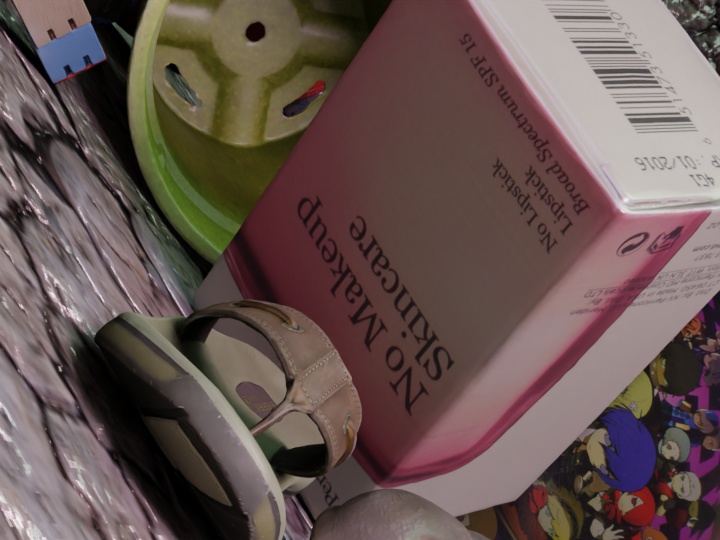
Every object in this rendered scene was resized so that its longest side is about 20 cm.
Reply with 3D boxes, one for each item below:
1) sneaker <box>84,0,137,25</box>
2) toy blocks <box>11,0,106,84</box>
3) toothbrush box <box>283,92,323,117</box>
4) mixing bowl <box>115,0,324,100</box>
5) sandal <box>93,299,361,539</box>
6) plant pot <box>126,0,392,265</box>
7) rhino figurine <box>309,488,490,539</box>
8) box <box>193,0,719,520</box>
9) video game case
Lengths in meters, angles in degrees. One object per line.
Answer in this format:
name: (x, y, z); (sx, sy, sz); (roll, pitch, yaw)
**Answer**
sneaker: (-0.128, -0.182, 0.894); (0.078, 0.075, 0.200); (44, 19, -35)
toy blocks: (-0.147, -0.171, 0.710); (0.200, 0.100, 0.137); (59, -7, 28)
toothbrush box: (0.000, 0.000, 1.060); (0.200, 0.085, 0.146); (56, 4, -20)
mixing bowl: (-0.052, -0.173, 1.020); (0.200, 0.200, 0.109); (52, 8, -48)
sandal: (-0.032, 0.036, 0.540); (0.080, 0.057, 0.201); (56, 4, 1)
plant pot: (-0.032, -0.107, 0.870); (0.201, 0.200, 0.184); (55, -4, -24)
rhino figurine: (0.040, 0.144, 0.513); (0.087, 0.060, 0.200); (25, 27, -44)
box: (0.044, -0.008, 0.661); (0.109, 0.200, 0.128); (-7, 55, -42)
video game case: (0.091, 0.051, 0.726); (0.181, 0.036, 0.201); (9, -78, 47)
